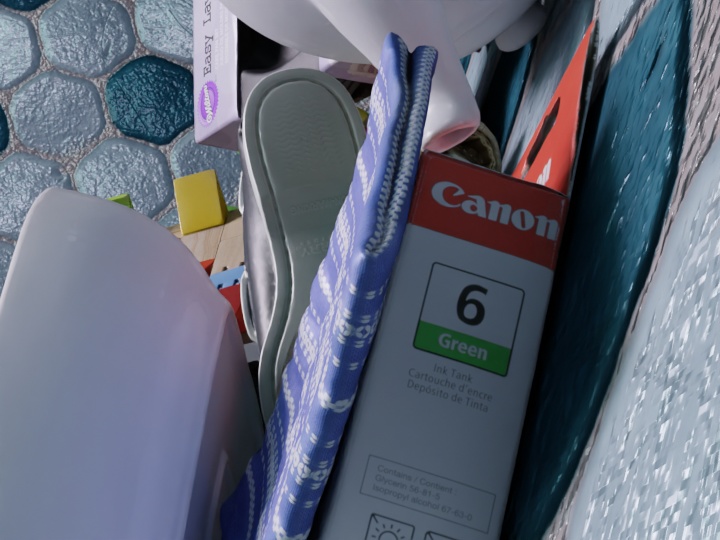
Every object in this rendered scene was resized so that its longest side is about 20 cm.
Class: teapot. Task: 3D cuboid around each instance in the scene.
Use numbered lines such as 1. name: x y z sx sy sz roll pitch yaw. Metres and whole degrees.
1. teapot: 0.027 -0.155 0.690 0.200 0.146 0.197 -48 19 -12

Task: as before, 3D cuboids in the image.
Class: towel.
1. towel: -0.020 0.044 0.490 0.145 0.024 0.201 -79 6 -60

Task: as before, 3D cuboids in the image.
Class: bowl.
1. bowl: -0.085 0.094 0.612 0.200 0.074 0.202 83 -167 -54

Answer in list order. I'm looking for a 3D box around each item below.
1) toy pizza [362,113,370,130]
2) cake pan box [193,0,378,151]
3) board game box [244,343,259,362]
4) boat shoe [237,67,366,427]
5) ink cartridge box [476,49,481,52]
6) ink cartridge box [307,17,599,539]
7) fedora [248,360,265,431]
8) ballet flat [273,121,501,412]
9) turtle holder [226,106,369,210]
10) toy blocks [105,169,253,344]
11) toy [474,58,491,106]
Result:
1. toy pizza: 0.000 0.000 0.806 0.200 0.031 0.202 -167 90 -73
2. cake pan box: -0.026 -0.173 0.866 0.184 0.052 0.202 -20 68 56
3. board game box: -0.070 0.063 1.117 0.200 0.146 0.065 122 164 -80
4. boat shoe: -0.014 0.015 0.717 0.060 0.075 0.202 108 158 -71
5. ink cartridge box: 0.019 -0.252 0.957 0.084 0.174 0.202 -78 5 -73
6. ink cartridge box: 0.023 0.023 0.517 0.109 0.050 0.202 112 173 -62
7. fedora: -0.061 0.110 0.914 0.091 0.201 0.201 -41 10 11
8. ballet flat: 0.013 0.020 0.637 0.062 0.067 0.201 -34 34 48
9. turtle holder: -0.025 -0.058 1.108 0.141 0.130 0.187 111 176 -64
10. toy blocks: -0.116 0.026 0.874 0.137 0.198 0.101 -85 -21 -69
11. toy: 0.016 -0.017 0.913 0.201 0.047 0.116 110 174 -54
